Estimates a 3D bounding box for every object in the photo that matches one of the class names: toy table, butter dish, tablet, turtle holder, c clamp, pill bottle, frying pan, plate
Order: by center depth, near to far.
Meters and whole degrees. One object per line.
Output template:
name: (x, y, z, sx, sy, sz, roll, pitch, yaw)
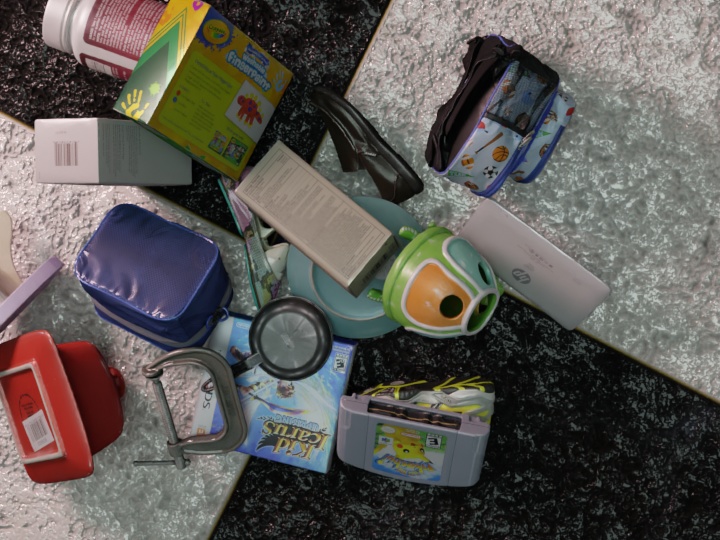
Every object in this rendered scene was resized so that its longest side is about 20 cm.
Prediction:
turtle holder: (0.108, 0.028, 1.619, 0.131, 0.186, 0.141, 31, 80, 25)
tablet: (0.221, -0.006, 1.645, 0.200, 0.130, 0.014, 37, 59, 3)
pill bottle: (-0.311, -0.312, 1.675, 0.199, 0.114, 0.115, 20, 96, 4)
c clamp: (-0.239, 0.188, 1.680, 0.170, 0.027, 0.201, 0, 120, 8)
frying pan: (-0.131, 0.097, 1.684, 0.189, 0.031, 0.116, -8, 95, 3)
plate: (0.000, 0.000, 1.684, 0.199, 0.026, 0.201, 0, 107, -1)
toy table: (-0.510, 0.024, 1.696, 0.117, 0.184, 0.200, 45, 59, -6)
butter dish: (-0.387, 0.172, 1.703, 0.200, 0.147, 0.201, -18, 90, 49)

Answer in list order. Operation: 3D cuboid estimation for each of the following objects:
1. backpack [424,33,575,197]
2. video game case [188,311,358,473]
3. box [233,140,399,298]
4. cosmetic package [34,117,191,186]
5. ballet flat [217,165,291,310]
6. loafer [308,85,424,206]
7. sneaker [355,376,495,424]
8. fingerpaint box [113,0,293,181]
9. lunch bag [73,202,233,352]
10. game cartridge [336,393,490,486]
backpack: (0.171, -0.190, 1.608, 0.154, 0.200, 0.191, 34, 100, -11)
video game case: (-0.120, 0.165, 1.724, 0.199, 0.045, 0.182, 13, 96, 5)
box: (-0.056, -0.066, 1.619, 0.200, 0.078, 0.095, 41, 87, 15)
cosmetic package: (-0.317, -0.151, 1.634, 0.107, 0.200, 0.085, 2, 95, 26)
ballet flat: (-0.133, -0.047, 1.702, 0.071, 0.069, 0.201, -17, 88, 3)
loafer: (-0.004, -0.161, 1.673, 0.071, 0.073, 0.200, -43, 89, 5)
sneaker: (0.081, 0.189, 1.691, 0.199, 0.075, 0.077, -2, 100, 11)
fingerpaint box: (-0.198, -0.232, 1.613, 0.073, 0.200, 0.168, 26, 88, 33)
lunch bag: (-0.262, 0.020, 1.666, 0.199, 0.133, 0.136, 26, 67, 17)
game cartridge: (0.067, 0.230, 1.676, 0.199, 0.134, 0.041, 10, 50, 6)
